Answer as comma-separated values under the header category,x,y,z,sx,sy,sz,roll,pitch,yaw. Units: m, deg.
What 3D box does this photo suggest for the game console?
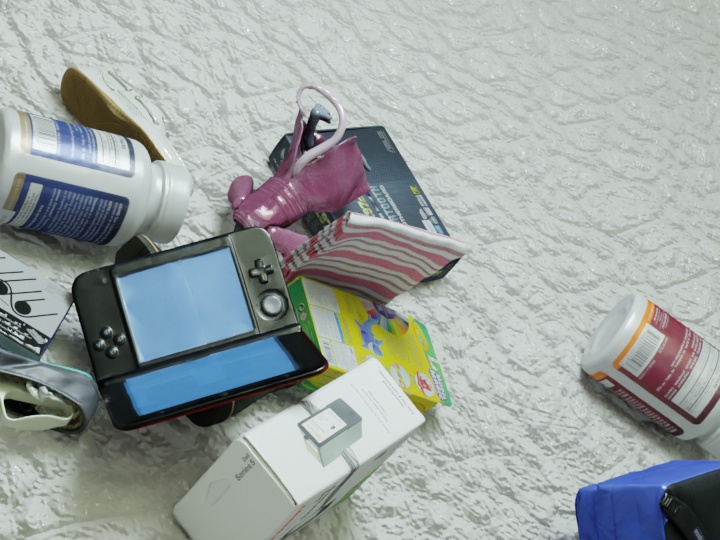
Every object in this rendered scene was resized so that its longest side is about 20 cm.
category,x,y,z,sx,sy,sz,roll,pitch,yaw
game console,-0.151,0.048,1.504,0.199,0.119,0.173,-15,79,-13

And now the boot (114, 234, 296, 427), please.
category,x,y,z,sx,sy,sz,roll,pitch,yaw
boot,-0.151,0.051,1.638,0.138,0.077,0.201,-16,77,-50

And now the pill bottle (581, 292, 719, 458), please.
category,x,y,z,sx,sy,sz,roll,pitch,yaw
pill bottle,0.370,0.126,1.930,0.200,0.114,0.114,36,39,-5

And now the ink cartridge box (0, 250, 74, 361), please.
category,x,y,z,sx,sy,sz,roll,pitch,yaw
ink cartridge box,-0.371,0.012,1.516,0.200,0.044,0.094,32,38,-8

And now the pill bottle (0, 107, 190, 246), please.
category,x,y,z,sx,sy,sz,roll,pitch,yaw
pill bottle,-0.276,-0.086,1.629,0.199,0.111,0.111,13,46,-28

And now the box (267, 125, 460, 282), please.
category,x,y,z,sx,sy,sz,roll,pitch,yaw
box,0.005,-0.073,1.883,0.157,0.051,0.200,-9,59,-41

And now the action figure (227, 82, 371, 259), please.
category,x,y,z,sx,sy,sz,roll,pitch,yaw
action figure,-0.075,-0.074,1.747,0.134,0.149,0.200,40,71,15

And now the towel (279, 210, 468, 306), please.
category,x,y,z,sx,sy,sz,roll,pitch,yaw
towel,0.000,0.000,1.698,0.146,0.200,0.030,12,63,-30

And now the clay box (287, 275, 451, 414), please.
category,x,y,z,sx,sy,sz,roll,pitch,yaw
clay box,0.006,0.087,1.713,0.200,0.048,0.115,23,40,-43

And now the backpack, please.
category,x,y,z,sx,sy,sz,roll,pitch,yaw
backpack,0.315,0.304,1.686,0.162,0.168,0.201,-9,91,-38

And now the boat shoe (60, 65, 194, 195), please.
category,x,y,z,sx,sy,sz,roll,pitch,yaw
boat shoe,-0.234,-0.150,1.753,0.200,0.071,0.069,49,42,14

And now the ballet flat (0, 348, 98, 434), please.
category,x,y,z,sx,sy,sz,roll,pitch,yaw
ballet flat,-0.325,0.102,1.451,0.199,0.073,0.073,19,43,-26

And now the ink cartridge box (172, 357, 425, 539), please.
category,x,y,z,sx,sy,sz,roll,pitch,yaw
ink cartridge box,-0.056,0.182,1.521,0.084,0.146,0.200,50,41,11
